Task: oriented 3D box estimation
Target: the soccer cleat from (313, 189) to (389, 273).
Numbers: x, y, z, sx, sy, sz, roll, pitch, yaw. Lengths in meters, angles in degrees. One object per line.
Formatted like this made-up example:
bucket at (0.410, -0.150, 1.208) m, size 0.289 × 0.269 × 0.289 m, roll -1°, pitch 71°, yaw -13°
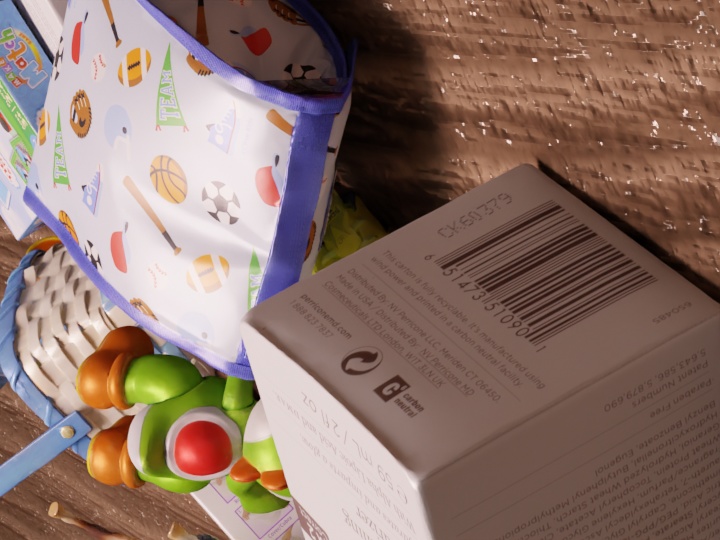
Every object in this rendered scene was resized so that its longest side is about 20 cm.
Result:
soccer cleat at (-0.001, 0.000, 1.502) m, size 0.200 × 0.064 × 0.084 m, roll 31°, pitch 142°, yaw 58°

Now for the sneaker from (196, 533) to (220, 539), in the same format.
sneaker at (-0.080, 0.220, 1.808) m, size 0.200 × 0.086 × 0.078 m, roll 141°, pitch 139°, yaw -69°

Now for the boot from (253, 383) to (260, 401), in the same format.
boot at (-0.045, 0.042, 1.686) m, size 0.201 × 0.064 × 0.186 m, roll 62°, pitch 165°, yaw -3°

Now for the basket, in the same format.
basket at (-0.184, 0.067, 1.801) m, size 0.139 × 0.199 × 0.177 m, roll 51°, pitch -158°, yaw -23°

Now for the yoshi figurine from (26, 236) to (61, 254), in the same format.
yoshi figurine at (-0.177, 0.049, 1.968) m, size 0.112 × 0.112 × 0.201 m, roll -118°, pitch 7°, yaw -59°

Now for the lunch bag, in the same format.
lunch bag at (-0.075, -0.061, 1.460) m, size 0.200 × 0.123 × 0.171 m, roll 47°, pitch 132°, yaw 48°

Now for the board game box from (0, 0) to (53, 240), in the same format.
board game box at (-0.224, -0.106, 1.725) m, size 0.152 × 0.037 × 0.200 m, roll 57°, pitch 163°, yaw 0°

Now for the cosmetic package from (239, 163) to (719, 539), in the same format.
cosmetic package at (0.071, 0.095, 1.285) m, size 0.165 × 0.164 × 0.201 m, roll 40°, pitch 152°, yaw 50°

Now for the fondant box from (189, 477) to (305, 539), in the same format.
fondant box at (-0.035, 0.175, 1.739) m, size 0.200 × 0.058 × 0.144 m, roll 45°, pitch 174°, yaw 22°

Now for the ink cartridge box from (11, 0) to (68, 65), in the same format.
ink cartridge box at (-0.189, -0.184, 1.707) m, size 0.147 × 0.084 × 0.200 m, roll 61°, pitch 162°, yaw -1°

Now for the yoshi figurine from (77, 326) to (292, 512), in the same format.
yoshi figurine at (-0.057, 0.083, 1.619) m, size 0.199 × 0.113 × 0.112 m, roll 6°, pitch 160°, yaw 31°

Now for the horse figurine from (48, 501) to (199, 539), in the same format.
horse figurine at (-0.111, 0.187, 1.677) m, size 0.132 × 0.050 × 0.200 m, roll 36°, pitch 158°, yaw -33°
